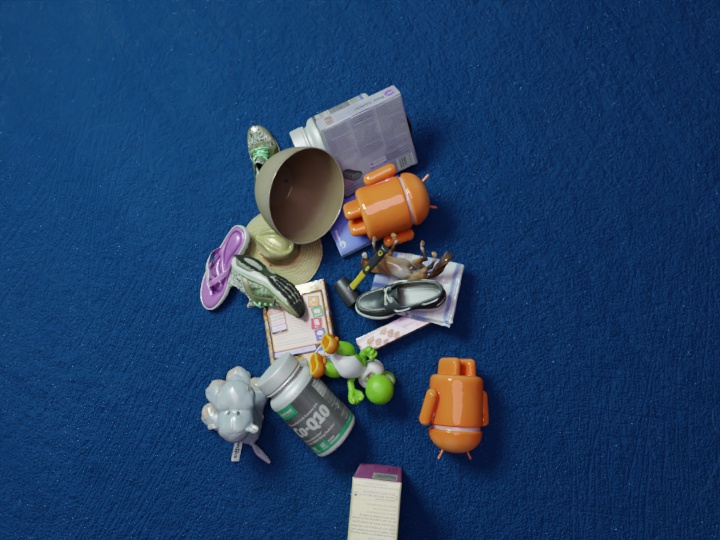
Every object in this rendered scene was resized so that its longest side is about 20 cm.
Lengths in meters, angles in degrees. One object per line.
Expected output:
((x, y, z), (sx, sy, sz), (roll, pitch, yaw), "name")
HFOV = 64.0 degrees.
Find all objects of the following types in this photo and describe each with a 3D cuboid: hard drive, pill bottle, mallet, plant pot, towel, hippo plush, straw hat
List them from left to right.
((-0.273, 0.302, 1.197), (0.155, 0.161, 0.205), (2, 80, 4), "hippo plush")
((-0.186, -0.058, 1.293), (0.196, 0.085, 0.206), (-1, 80, 4), "straw hat")
((-0.151, -0.173, 1.238), (0.133, 0.200, 0.203), (23, 80, 42), "plant pot")
((-0.113, 0.273, 1.188), (0.113, 0.113, 0.200), (-43, 99, -4), "pill bottle")
((-0.055, -0.310, 1.314), (0.197, 0.114, 0.116), (-25, 79, 0), "pill bottle")
((0.000, 0.000, 1.231), (0.041, 0.201, 0.066), (-28, 68, -42), "mallet")
((0.019, -0.133, 1.322), (0.197, 0.025, 0.134), (-26, 79, -1), "hard drive")
((0.121, 0.033, 1.260), (0.196, 0.024, 0.149), (12, 69, 16), "towel")

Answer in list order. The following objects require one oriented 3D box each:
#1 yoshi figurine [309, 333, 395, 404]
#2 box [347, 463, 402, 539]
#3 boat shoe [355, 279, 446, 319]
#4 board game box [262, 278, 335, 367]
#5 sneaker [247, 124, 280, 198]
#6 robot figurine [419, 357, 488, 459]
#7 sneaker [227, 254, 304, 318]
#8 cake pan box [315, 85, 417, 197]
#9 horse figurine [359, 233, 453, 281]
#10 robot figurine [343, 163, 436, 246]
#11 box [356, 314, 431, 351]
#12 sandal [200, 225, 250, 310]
((-0.002, 0.214, 1.188), (0.198, 0.112, 0.114), (28, 57, -26), "yoshi figurine")
((0.029, 0.501, 1.133), (0.094, 0.176, 0.205), (5, 80, 5), "box")
((0.081, 0.054, 1.211), (0.196, 0.061, 0.077), (-11, 64, 7), "boat shoe")
((-0.133, 0.135, 1.275), (0.148, 0.046, 0.204), (-11, 79, 3), "board game box")
((-0.221, -0.250, 1.327), (0.075, 0.089, 0.204), (-17, 79, 1), "sneaker")
((0.195, 0.284, 1.190), (0.114, 0.143, 0.205), (-2, 79, 26), "robot figurine")
((-0.207, 0.050, 1.244), (0.199, 0.077, 0.090), (36, 110, 13), "sneaker")
((0.022, -0.281, 1.259), (0.197, 0.186, 0.053), (-26, 46, 0), "cake pan box")
((0.093, -0.018, 1.223), (0.196, 0.134, 0.051), (13, 52, 4), "horse figurine")
((0.064, -0.137, 1.242), (0.196, 0.117, 0.146), (-19, 74, 1), "robot figurine")
((0.085, 0.128, 1.264), (0.197, 0.041, 0.039), (-26, 78, 0), "box")
((-0.317, -0.012, 1.294), (0.082, 0.050, 0.206), (28, 95, 30), "sandal")
